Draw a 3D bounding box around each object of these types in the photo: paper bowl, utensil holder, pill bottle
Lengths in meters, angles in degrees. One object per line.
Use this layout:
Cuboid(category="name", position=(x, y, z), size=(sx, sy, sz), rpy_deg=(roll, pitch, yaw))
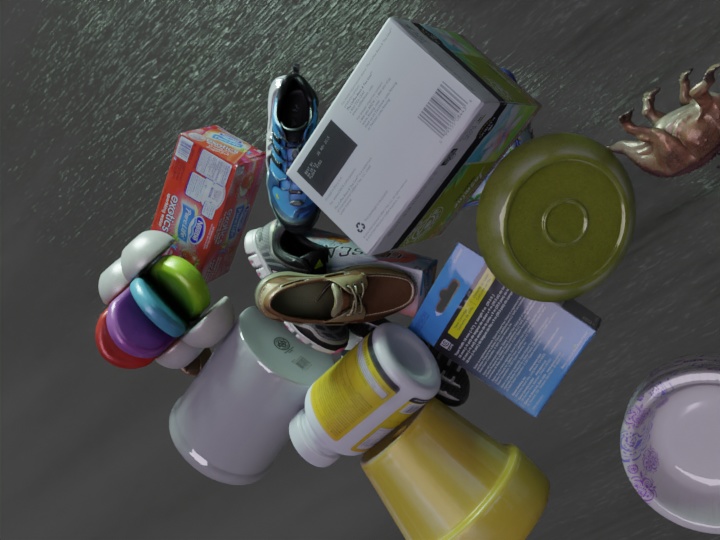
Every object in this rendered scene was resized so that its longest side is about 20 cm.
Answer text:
Cuboid(category="paper bowl", position=(0.412, 0.194, 1.009), size=(0.199, 0.104, 0.202), rpy_deg=(7, 107, 23))
Cuboid(category="utensil holder", position=(-0.153, 0.174, 1.226), size=(0.170, 0.170, 0.201), rpy_deg=(40, 114, 9))
Cuboid(category="pill bottle", position=(0.000, 0.165, 1.103), size=(0.200, 0.112, 0.112), rpy_deg=(-43, 85, 27))

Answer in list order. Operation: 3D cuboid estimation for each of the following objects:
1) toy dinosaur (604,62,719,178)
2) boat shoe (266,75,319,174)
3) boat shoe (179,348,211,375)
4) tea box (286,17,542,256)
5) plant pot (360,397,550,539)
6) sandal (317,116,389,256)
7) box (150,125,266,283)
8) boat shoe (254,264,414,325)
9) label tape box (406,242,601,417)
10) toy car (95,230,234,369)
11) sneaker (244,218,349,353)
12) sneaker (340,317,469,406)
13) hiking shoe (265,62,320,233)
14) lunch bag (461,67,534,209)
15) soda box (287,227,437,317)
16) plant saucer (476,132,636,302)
Cuboid(category="toy dinosaur", position=(0.369, -0.144, 0.948), size=(0.199, 0.086, 0.136), rpy_deg=(-27, 99, 34))
Cuboid(category="boat shoe", position=(-0.094, -0.159, 1.159), size=(0.073, 0.065, 0.202), rpy_deg=(-5, 102, 26))
Cuboid(category="boat shoe", position=(-0.285, 0.068, 1.306), size=(0.072, 0.065, 0.201), rpy_deg=(-28, 86, -13))
Cuboid(category="tea box", position=(0.061, -0.142, 0.928), size=(0.134, 0.196, 0.200), rpy_deg=(45, 117, 14))
Cuboid(category="plant pot", position=(0.107, 0.271, 1.106), size=(0.189, 0.201, 0.201), rpy_deg=(46, 118, -2))
Cuboid(category="sandal", position=(-0.017, -0.108, 1.115), size=(0.080, 0.054, 0.201), rpy_deg=(140, 110, -71))
Cuboid(category="box", position=(-0.218, -0.091, 1.218), size=(0.099, 0.095, 0.201), rpy_deg=(30, 115, 14))
Cuboid(category="boat shoe", position=(-0.028, 0.037, 1.061), size=(0.198, 0.074, 0.076), rpy_deg=(-5, 100, -13))
Cuboid(category="label tape box", position=(0.182, 0.068, 1.100), size=(0.199, 0.063, 0.145), rpy_deg=(35, 114, 11))
Cuboid(category="toy car", position=(-0.285, 0.060, 1.164), size=(0.175, 0.150, 0.200), rpy_deg=(49, 136, -7))
Cuboid(category="sneaker", position=(-0.070, 0.014, 1.122), size=(0.087, 0.074, 0.201), rpy_deg=(-37, 84, 36))
Cuboid(category="sneaker", position=(0.059, 0.130, 1.181), size=(0.199, 0.074, 0.080), rpy_deg=(30, 130, 18))
Cuboid(category="hiking shoe", position=(-0.087, -0.148, 1.079), size=(0.074, 0.087, 0.202), rpy_deg=(-4, 81, 3))
Cuboid(category="lunch bag", position=(0.109, -0.156, 1.059), size=(0.199, 0.082, 0.162), rpy_deg=(-13, 100, 27))
Cuboid(category="soda box", position=(0.000, 0.000, 1.164), size=(0.199, 0.064, 0.069), rpy_deg=(15, 110, 19))
Cuboid(category="plant saucer", position=(0.234, -0.057, 1.002), size=(0.198, 0.031, 0.202), rpy_deg=(-2, 103, -9))
